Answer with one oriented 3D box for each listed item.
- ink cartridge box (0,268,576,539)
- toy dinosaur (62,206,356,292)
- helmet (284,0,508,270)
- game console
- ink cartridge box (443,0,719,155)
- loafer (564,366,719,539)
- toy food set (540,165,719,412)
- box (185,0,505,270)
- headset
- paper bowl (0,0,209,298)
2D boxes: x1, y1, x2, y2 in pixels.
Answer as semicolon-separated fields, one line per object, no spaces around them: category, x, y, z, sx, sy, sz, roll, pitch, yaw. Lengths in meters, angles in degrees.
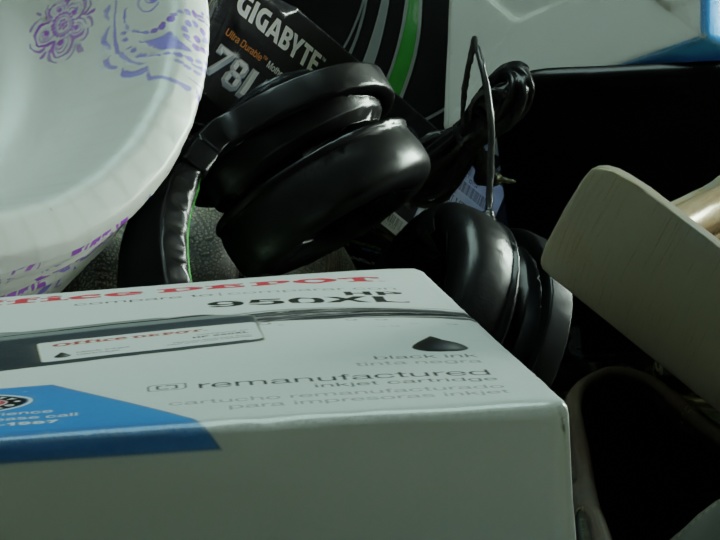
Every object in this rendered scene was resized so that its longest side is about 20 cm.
ink cartridge box;-0.040;0.055;0.634;0.144;0.085;0.200;-3;7;-6
toy dinosaur;-0.047;0.014;0.882;0.199;0.103;0.077;-7;9;-24
helmet;0.036;-0.071;1.165;0.199;0.191;0.200;24;8;-3
game console;0.155;-0.022;1.015;0.199;0.117;0.176;-1;8;10
ink cartridge box;0.137;-0.061;1.033;0.116;0.068;0.200;-18;-29;42
loafer;0.072;0.064;0.599;0.072;0.063;0.200;-4;8;-13
toy food set;0.136;0.010;0.708;0.143;0.061;0.200;39;19;12
box;-0.077;-0.066;1.005;0.199;0.050;0.198;17;-13;34
headset;0.000;0.000;0.842;0.094;0.124;0.200;-39;9;43
paper bowl;-0.149;-0.066;0.783;0.200;0.201;0.104;-9;-21;-40
